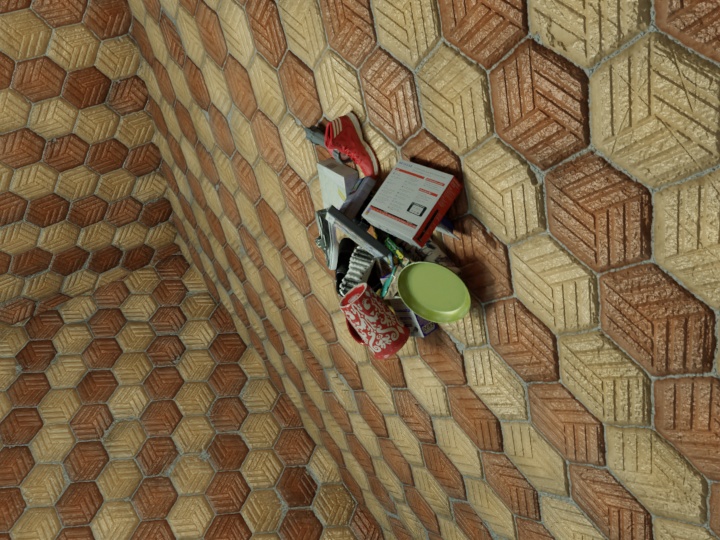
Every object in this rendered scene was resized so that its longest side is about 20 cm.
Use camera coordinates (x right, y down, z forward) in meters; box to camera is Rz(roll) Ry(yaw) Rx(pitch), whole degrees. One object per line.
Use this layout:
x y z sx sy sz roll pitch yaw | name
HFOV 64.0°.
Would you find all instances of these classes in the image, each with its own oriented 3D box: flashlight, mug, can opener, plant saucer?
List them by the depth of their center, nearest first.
0.190 0.051 1.472 0.198 0.031 0.201 18 135 19 | plant saucer
0.005 -0.174 1.685 0.078 0.064 0.200 22 161 -1 | can opener
0.020 0.157 1.702 0.200 0.177 0.134 51 -159 -17 | mug
-0.092 -0.379 1.723 0.200 0.068 0.068 40 145 46 | flashlight

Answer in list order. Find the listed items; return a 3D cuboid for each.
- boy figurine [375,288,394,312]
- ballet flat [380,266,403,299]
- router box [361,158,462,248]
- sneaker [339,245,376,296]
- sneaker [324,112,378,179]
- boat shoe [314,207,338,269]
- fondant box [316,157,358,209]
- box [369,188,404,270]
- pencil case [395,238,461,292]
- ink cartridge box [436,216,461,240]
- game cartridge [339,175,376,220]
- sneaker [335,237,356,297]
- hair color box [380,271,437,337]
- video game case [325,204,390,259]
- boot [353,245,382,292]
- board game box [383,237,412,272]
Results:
0.075 0.124 1.835 0.123 0.065 0.200 10 153 8 | boy figurine
0.103 0.047 1.625 0.067 0.069 0.200 20 162 -2 | ballet flat
0.122 -0.168 1.407 0.200 0.180 0.049 31 175 47 | router box
0.000 0.000 1.792 0.075 0.201 0.081 23 167 20 | sneaker
-0.035 -0.329 1.602 0.201 0.115 0.078 63 153 -2 | sneaker
-0.113 -0.100 1.835 0.072 0.070 0.202 -143 47 -73 | boat shoe
-0.062 -0.234 1.805 0.144 0.058 0.201 35 143 43 | fondant box
0.074 -0.117 1.653 0.137 0.040 0.201 -127 23 -56 | box
0.179 -0.034 1.536 0.200 0.077 0.090 49 150 25 | pencil case
0.167 -0.137 1.455 0.094 0.037 0.200 31 -178 -43 | ink cartridge box
-0.017 -0.202 1.629 0.038 0.130 0.200 28 178 -11 | game cartridge
-0.047 -0.012 1.883 0.088 0.075 0.202 24 -116 -73 | sneaker
0.145 0.099 1.737 0.109 0.064 0.202 -9 105 62 | hair color box
-0.012 -0.102 1.596 0.199 0.026 0.181 38 176 -4 | video game case
0.011 0.014 1.886 0.097 0.074 0.201 -8 110 59 | boot
0.136 -0.010 1.573 0.105 0.023 0.200 48 -177 36 | board game box
